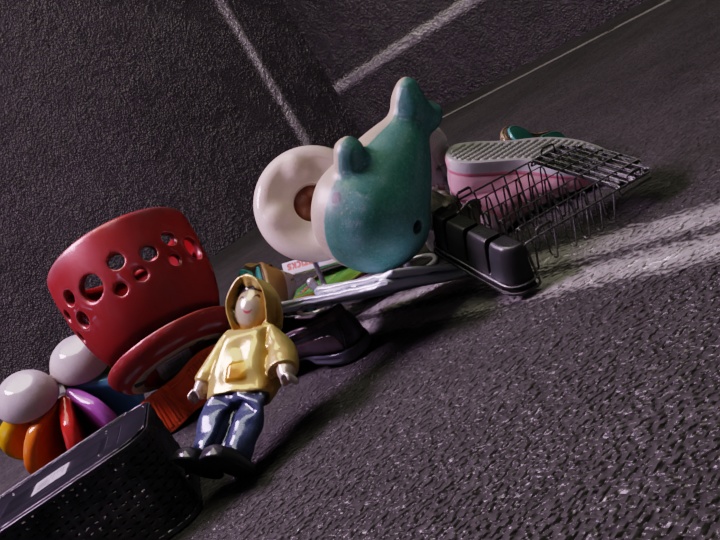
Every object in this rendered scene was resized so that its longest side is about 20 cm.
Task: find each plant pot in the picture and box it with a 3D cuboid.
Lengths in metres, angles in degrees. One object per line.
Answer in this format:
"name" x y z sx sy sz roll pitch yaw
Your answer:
"plant pot" -0.273 0.045 1.043 0.200 0.183 0.200 -34 -13 -9

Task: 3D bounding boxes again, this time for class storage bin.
"storage bin" -0.258 0.225 0.742 0.200 0.094 0.135 -33 11 -9

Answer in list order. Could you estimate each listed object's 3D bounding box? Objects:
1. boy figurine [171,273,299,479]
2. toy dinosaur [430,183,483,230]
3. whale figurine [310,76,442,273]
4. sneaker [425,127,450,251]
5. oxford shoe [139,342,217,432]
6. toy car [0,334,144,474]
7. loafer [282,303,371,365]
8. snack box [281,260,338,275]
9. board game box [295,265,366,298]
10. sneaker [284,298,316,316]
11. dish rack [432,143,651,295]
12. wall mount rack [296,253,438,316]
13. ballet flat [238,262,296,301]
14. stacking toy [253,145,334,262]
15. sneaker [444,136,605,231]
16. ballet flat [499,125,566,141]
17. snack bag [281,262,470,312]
"boy figurine" -0.107 0.093 0.756 0.124 0.064 0.201 -9 54 33
"toy dinosaur" 0.065 -0.071 0.931 0.199 0.077 0.102 12 2 0
"whale figurine" 0.036 -0.091 0.815 0.104 0.159 0.201 24 85 39
"sneaker" 0.084 -0.116 1.037 0.077 0.200 0.082 -30 42 -17
"oxford shoe" -0.198 0.137 1.035 0.200 0.071 0.073 -31 6 9
"toy car" -0.386 0.203 1.106 0.150 0.176 0.200 26 50 36
"loafer" -0.077 0.070 0.919 0.199 0.063 0.072 -9 30 39
"snack box" -0.027 -0.024 1.231 0.200 0.024 0.072 -15 -3 39
"board game box" -0.040 0.019 1.226 0.095 0.030 0.200 -37 14 -34
"sneaker" -0.149 0.089 1.131 0.199 0.073 0.082 -14 15 28
"dish rack" 0.182 -0.063 0.804 0.200 0.055 0.153 -29 31 -16
"wall mount rack" 0.000 0.000 1.016 0.199 0.075 0.174 -23 15 1
"ballet flat" -0.118 0.017 1.075 0.063 0.069 0.200 -7 11 -17
"stacking toy" -0.062 -0.071 1.065 0.146 0.146 0.200 -33 -6 -6
"sneaker" 0.203 -0.101 0.976 0.199 0.105 0.075 0 34 8
"ballet flat" 0.226 -0.153 1.081 0.065 0.071 0.200 -40 -19 31
"snack bag" 0.010 0.018 0.867 0.200 0.022 0.188 -14 -4 39
